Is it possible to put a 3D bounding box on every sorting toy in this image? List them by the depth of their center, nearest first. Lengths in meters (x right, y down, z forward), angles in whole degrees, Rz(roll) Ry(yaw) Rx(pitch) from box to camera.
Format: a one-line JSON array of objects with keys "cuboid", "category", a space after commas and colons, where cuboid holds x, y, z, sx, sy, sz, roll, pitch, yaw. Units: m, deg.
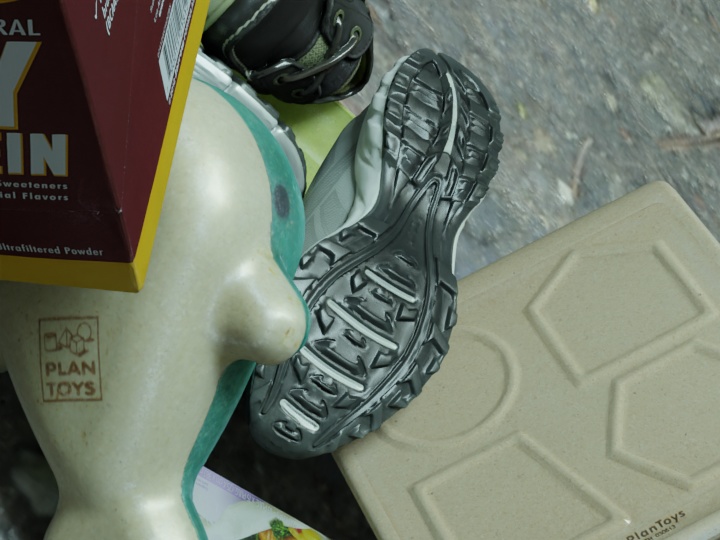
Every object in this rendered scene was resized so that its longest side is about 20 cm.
[{"cuboid": [0.085, 0.059, 0.856, 0.200, 0.184, 0.037, 57, -8, 50], "category": "sorting toy"}]

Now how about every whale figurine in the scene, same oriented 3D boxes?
[{"cuboid": [-0.078, 0.025, 0.810, 0.104, 0.158, 0.201, 7, 80, -58], "category": "whale figurine"}]

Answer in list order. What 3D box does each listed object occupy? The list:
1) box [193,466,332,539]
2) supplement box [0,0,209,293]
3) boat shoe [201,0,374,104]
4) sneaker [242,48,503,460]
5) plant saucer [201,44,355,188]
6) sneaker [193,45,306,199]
[{"cuboid": [-0.007, 0.144, 0.874, 0.200, 0.041, 0.039, 34, 40, -25], "category": "box"}, {"cuboid": [-0.129, -0.132, 0.691, 0.132, 0.200, 0.198, 6, 59, 7], "category": "supplement box"}, {"cuboid": [-0.025, -0.110, 0.951, 0.065, 0.073, 0.200, 48, 11, 3], "category": "boat shoe"}, {"cuboid": [0.000, 0.000, 0.894, 0.074, 0.079, 0.201, 36, 53, -15], "category": "sneaker"}, {"cuboid": [-0.039, -0.015, 0.986, 0.199, 0.031, 0.201, 28, 41, -28], "category": "plant saucer"}, {"cuboid": [-0.106, -0.068, 0.888, 0.200, 0.090, 0.078, 37, -2, -36], "category": "sneaker"}]
